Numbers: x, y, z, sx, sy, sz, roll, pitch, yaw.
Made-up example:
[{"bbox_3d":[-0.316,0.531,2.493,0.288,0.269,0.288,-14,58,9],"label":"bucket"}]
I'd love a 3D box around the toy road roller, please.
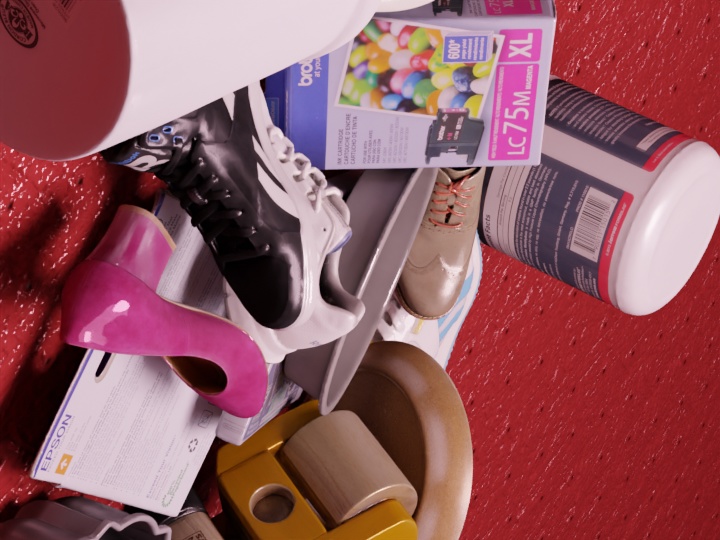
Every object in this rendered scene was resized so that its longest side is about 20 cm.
[{"bbox_3d":[-0.061,0.202,1.642,0.200,0.123,0.146,-29,145,-15],"label":"toy road roller"}]

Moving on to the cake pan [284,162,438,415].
[{"bbox_3d":[0.000,0.000,1.578,0.200,0.037,0.200,23,90,-83],"label":"cake pan"}]

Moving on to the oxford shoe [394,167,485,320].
[{"bbox_3d":[0.055,-0.057,1.674,0.075,0.070,0.200,-128,-141,-73],"label":"oxford shoe"}]

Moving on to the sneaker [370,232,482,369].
[{"bbox_3d":[0.033,0.028,1.759,0.081,0.076,0.200,-20,129,-50],"label":"sneaker"}]

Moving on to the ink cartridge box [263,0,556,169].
[{"bbox_3d":[0.019,-0.120,1.479,0.042,0.200,0.119,-94,-175,-49],"label":"ink cartridge box"}]

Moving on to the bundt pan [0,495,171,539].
[{"bbox_3d":[-0.207,0.230,1.495,0.202,0.076,0.202,-42,147,-36],"label":"bundt pan"}]

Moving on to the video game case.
[{"bbox_3d":[-0.037,0.019,1.608,0.200,0.023,0.182,-30,143,-78],"label":"video game case"}]

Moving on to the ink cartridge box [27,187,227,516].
[{"bbox_3d":[-0.136,0.052,1.500,0.200,0.041,0.200,-64,154,-2],"label":"ink cartridge box"}]

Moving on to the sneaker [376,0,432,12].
[{"bbox_3d":[-0.019,-0.203,1.394,0.200,0.075,0.085,-12,122,-33],"label":"sneaker"}]

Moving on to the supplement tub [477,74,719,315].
[{"bbox_3d":[0.160,-0.065,1.760,0.140,0.200,0.140,-43,148,-35],"label":"supplement tub"}]

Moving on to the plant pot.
[{"bbox_3d":[0.003,0.148,1.696,0.027,0.200,0.200,12,104,-40],"label":"plant pot"}]

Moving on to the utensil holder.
[{"bbox_3d":[-0.110,-0.162,1.210,0.200,0.170,0.170,-32,140,-43],"label":"utensil holder"}]

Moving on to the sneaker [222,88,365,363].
[{"bbox_3d":[-0.050,-0.044,1.460,0.075,0.087,0.200,-34,110,-62],"label":"sneaker"}]

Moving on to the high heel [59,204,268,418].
[{"bbox_3d":[-0.118,0.055,1.403,0.096,0.067,0.200,-64,150,-27],"label":"high heel"}]

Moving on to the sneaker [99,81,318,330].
[{"bbox_3d":[-0.100,-0.051,1.372,0.112,0.073,0.200,-17,90,-49],"label":"sneaker"}]
